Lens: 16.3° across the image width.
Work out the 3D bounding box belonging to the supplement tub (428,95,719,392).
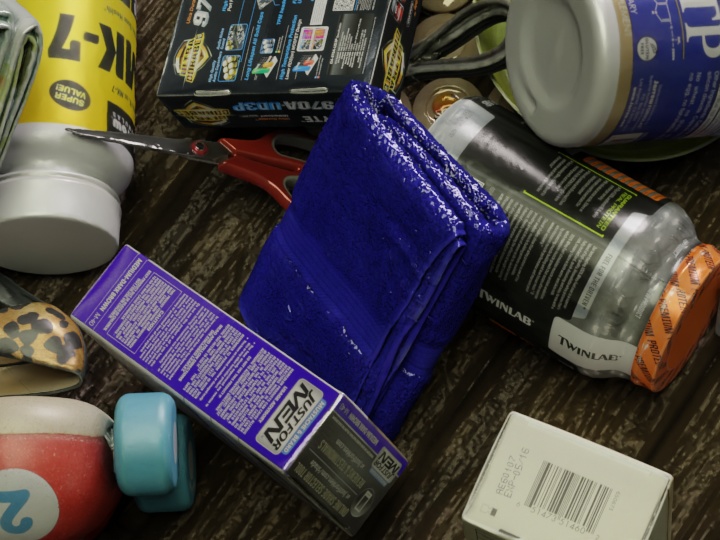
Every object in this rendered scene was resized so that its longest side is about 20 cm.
[{"bbox_3d":[0.124,-0.014,1.574,0.199,0.123,0.123,31,73,19],"label":"supplement tub"}]

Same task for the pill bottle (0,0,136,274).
[{"bbox_3d":[-0.205,-0.107,1.657,0.113,0.114,0.202,-4,67,5],"label":"pill bottle"}]

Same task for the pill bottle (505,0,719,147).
[{"bbox_3d":[0.202,-0.143,1.569,0.199,0.120,0.120,-7,63,-27],"label":"pill bottle"}]

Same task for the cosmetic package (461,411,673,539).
[{"bbox_3d":[0.123,0.163,1.456,0.103,0.200,0.073,22,71,14],"label":"cosmetic package"}]

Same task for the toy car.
[{"bbox_3d":[-0.195,0.183,1.511,0.183,0.177,0.202,-3,78,2],"label":"toy car"}]

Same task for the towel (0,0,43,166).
[{"bbox_3d":[-0.273,-0.110,1.616,0.200,0.048,0.172,38,108,56],"label":"towel"}]

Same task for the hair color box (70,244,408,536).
[{"bbox_3d":[-0.075,0.072,1.539,0.200,0.109,0.065,35,82,34],"label":"hair color box"}]

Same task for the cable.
[{"bbox_3d":[0.016,-0.138,1.637,0.199,0.050,0.098,3,71,41],"label":"cable"}]

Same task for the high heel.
[{"bbox_3d":[-0.274,0.080,1.594,0.200,0.072,0.142,-42,51,-20],"label":"high heel"}]

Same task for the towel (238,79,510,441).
[{"bbox_3d":[0.000,0.000,1.551,0.049,0.201,0.148,-21,59,-45],"label":"towel"}]

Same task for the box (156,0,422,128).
[{"bbox_3d":[-0.035,-0.191,1.644,0.158,0.046,0.201,0,65,27],"label":"box"}]

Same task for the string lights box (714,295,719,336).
[{"bbox_3d":[0.297,-0.046,1.578,0.059,0.103,0.201,29,73,15],"label":"string lights box"}]

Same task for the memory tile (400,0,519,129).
[{"bbox_3d":[0.082,-0.153,1.697,0.198,0.017,0.155,-3,67,5],"label":"memory tile"}]

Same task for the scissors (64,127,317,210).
[{"bbox_3d":[-0.095,-0.080,1.635,0.199,0.014,0.074,19,49,-14],"label":"scissors"}]

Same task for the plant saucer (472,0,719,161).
[{"bbox_3d":[0.169,-0.155,1.661,0.198,0.031,0.202,3,65,-7],"label":"plant saucer"}]
